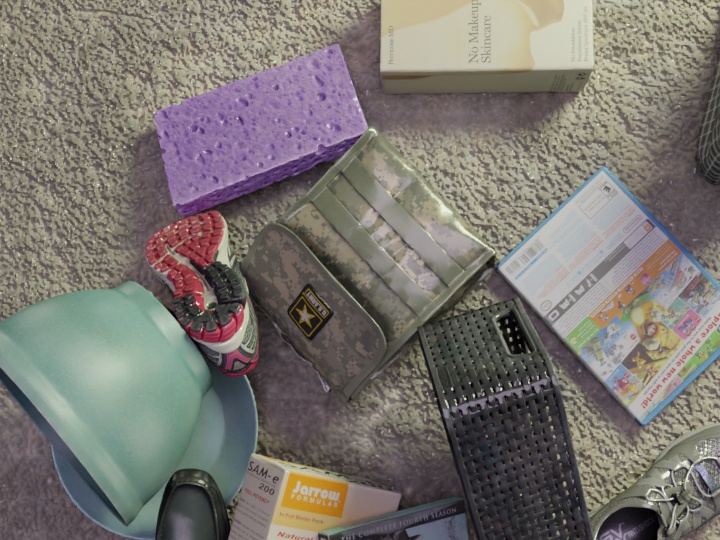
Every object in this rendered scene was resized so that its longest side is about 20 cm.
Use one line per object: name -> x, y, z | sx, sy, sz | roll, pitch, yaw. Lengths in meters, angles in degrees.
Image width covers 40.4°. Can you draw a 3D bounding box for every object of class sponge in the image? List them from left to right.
sponge -> -0.096, -0.137, 0.946 | 0.198, 0.030, 0.112 | -20, 65, 3

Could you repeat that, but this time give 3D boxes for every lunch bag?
lunch bag -> 0.000, 0.000, 0.893 | 0.200, 0.118, 0.164 | -44, 79, 5

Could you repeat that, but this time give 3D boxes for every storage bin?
storage bin -> 0.120, 0.142, 0.817 | 0.093, 0.136, 0.201 | -17, 117, 3

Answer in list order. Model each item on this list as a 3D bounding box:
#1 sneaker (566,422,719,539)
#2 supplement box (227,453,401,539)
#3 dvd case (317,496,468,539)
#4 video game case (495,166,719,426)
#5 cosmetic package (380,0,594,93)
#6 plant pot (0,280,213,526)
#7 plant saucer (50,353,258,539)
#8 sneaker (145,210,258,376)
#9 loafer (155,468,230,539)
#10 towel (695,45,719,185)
sneaker -> 0.271, 0.210, 0.858 | 0.199, 0.082, 0.075 | -38, 81, -1
supplement box -> -0.054, 0.274, 0.854 | 0.125, 0.073, 0.202 | 17, 84, -30
dvd case -> 0.039, 0.311, 0.847 | 0.145, 0.022, 0.202 | -5, 88, -31
video game case -> 0.245, 0.022, 0.918 | 0.143, 0.018, 0.200 | -42, 81, -2
cosmetic package -> 0.117, -0.227, 0.933 | 0.198, 0.071, 0.106 | -1, 83, 4
plant pot -> -0.211, 0.094, 0.831 | 0.134, 0.201, 0.200 | -41, 81, -22
plant saucer -> -0.191, 0.150, 0.927 | 0.199, 0.039, 0.203 | -1, 83, 5
sneaker -> -0.143, 0.017, 0.887 | 0.080, 0.075, 0.201 | -22, 39, -3
loafer -> -0.150, 0.277, 0.866 | 0.067, 0.070, 0.203 | 3, 101, -2
towel -> 0.361, -0.182, 0.861 | 0.085, 0.166, 0.202 | 15, 84, 12
